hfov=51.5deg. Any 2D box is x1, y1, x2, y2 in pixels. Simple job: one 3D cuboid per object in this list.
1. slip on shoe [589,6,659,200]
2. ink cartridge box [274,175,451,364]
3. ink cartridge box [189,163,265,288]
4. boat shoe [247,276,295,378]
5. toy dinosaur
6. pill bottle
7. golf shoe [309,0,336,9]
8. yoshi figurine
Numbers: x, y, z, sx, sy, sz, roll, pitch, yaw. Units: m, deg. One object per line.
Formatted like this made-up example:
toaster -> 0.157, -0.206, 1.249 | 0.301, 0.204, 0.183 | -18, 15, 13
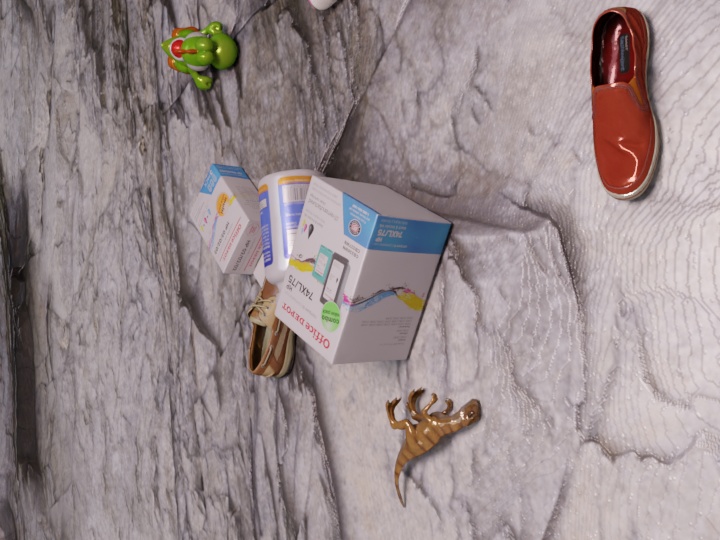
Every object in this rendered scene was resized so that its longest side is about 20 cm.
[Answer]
slip on shoe -> 0.270, -0.177, 0.784 | 0.073, 0.060, 0.207 | -1, 89, 44
ink cartridge box -> 0.000, 0.000, 1.003 | 0.146, 0.144, 0.205 | 32, 111, 42
ink cartridge box -> -0.212, -0.076, 1.291 | 0.201, 0.067, 0.117 | 52, 124, 34
boat shoe -> -0.142, 0.074, 1.205 | 0.074, 0.073, 0.207 | 6, 93, 46
toy dinosaur -> 0.072, 0.219, 0.980 | 0.201, 0.059, 0.108 | -50, 56, 33
pill bottle -> -0.094, -0.040, 1.132 | 0.110, 0.110, 0.207 | -13, 79, 45
golf shoe -> -0.009, -0.445, 1.087 | 0.199, 0.074, 0.093 | -42, 63, 39
yoshi figurine -> -0.289, -0.405, 1.391 | 0.112, 0.113, 0.199 | -42, 31, -11
